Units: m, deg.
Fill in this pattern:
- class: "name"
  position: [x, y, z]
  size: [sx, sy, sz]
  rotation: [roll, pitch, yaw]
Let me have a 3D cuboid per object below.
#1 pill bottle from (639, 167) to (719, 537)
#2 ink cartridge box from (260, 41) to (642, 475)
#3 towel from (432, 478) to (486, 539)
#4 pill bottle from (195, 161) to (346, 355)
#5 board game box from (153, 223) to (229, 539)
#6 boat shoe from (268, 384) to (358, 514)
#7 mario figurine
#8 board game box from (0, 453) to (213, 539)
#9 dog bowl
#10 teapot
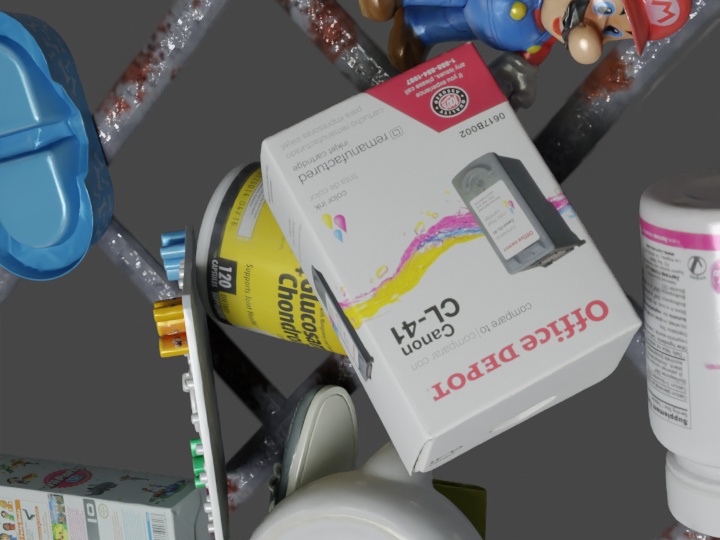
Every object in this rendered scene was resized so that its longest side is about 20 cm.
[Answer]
- class: "pill bottle"
  position: [0.227, 0.048, 0.845]
  size: [0.112, 0.113, 0.203]
  rotation: [1, 108, 23]
- class: "ink cartridge box"
  position: [0.048, -0.009, 0.821]
  size: [0.146, 0.086, 0.201]
  rotation: [-26, 71, -12]
- class: "towel"
  position: [0.050, 0.246, 1.044]
  size: [0.085, 0.018, 0.203]
  rotation: [6, 108, 16]
- class: "pill bottle"
  position: [0.000, 0.000, 0.930]
  size: [0.197, 0.112, 0.114]
  rotation: [13, 112, 20]
- class: "board game box"
  position: [-0.114, 0.089, 0.967]
  size: [0.025, 0.200, 0.203]
  rotation: [-7, 106, -5]
- class: "boat shoe"
  position: [-0.050, 0.170, 1.032]
  size: [0.061, 0.072, 0.203]
  rotation: [23, 116, 34]
- class: "mario figurine"
  position: [0.097, -0.149, 0.838]
  size: [0.198, 0.123, 0.108]
  rotation: [-1, 94, 28]
- class: "board game box"
  position: [-0.215, 0.234, 1.131]
  size: [0.197, 0.064, 0.150]
  rotation: [3, 107, 21]
- class: "dog bowl"
  position: [-0.245, -0.096, 1.044]
  size: [0.110, 0.050, 0.203]
  rotation: [-11, 103, 26]
- class: "teapot"
  position: [0.015, 0.225, 0.959]
  size: [0.199, 0.146, 0.199]
  rotation: [-37, 83, 21]
